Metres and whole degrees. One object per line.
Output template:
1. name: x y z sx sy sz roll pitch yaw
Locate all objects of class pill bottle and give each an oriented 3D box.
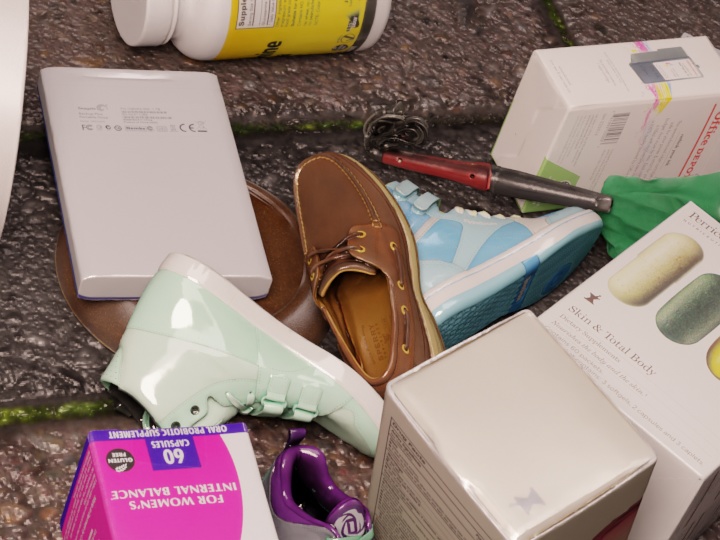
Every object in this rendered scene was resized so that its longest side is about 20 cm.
1. pill bottle: -0.085 -0.220 1.585 0.200 0.113 0.113 -6 51 -25

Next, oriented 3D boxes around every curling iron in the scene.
1. curling iron: 0.092 -0.077 1.545 0.200 0.050 0.026 21 44 12

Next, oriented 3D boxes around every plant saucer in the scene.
1. plant saucer: -0.111 -0.007 1.436 0.200 0.032 0.200 11 45 -12

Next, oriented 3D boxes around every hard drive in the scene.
1. hard drive: -0.146 -0.063 1.434 0.132 0.025 0.200 0 48 -21

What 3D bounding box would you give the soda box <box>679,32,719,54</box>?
1. soda box: 0.330 -0.109 1.673 0.200 0.064 0.068 28 45 7

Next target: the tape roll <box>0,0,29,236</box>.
1. tape roll: -0.298 -0.117 1.348 0.139 0.203 0.203 6 47 -16

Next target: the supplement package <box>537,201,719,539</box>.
1. supplement package: 0.197 0.087 1.377 0.152 0.151 0.200 40 47 18

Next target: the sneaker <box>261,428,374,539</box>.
1. sneaker: -0.009 0.192 1.245 0.074 0.088 0.200 -18 56 -33

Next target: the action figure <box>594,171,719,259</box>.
1. action figure: 0.226 -0.031 1.508 0.055 0.118 0.200 -14 16 -25

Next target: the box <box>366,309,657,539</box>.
1. box: 0.083 0.143 1.237 0.109 0.200 0.128 -27 61 -24

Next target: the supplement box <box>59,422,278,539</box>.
1. supplement box: -0.101 0.198 1.197 0.101 0.103 0.200 -2 51 -23

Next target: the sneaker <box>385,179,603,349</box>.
1. sneaker: 0.075 -0.029 1.492 0.200 0.080 0.131 -26 63 -38

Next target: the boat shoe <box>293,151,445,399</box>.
1. boat shoe: 0.000 0.001 1.399 0.068 0.072 0.200 28 37 -59

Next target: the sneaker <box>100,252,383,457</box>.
1. sneaker: -0.074 0.092 1.343 0.200 0.074 0.118 35 73 -10

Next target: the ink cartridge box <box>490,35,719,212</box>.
1. ink cartridge box: 0.215 -0.116 1.596 0.200 0.117 0.067 -7 51 -26
